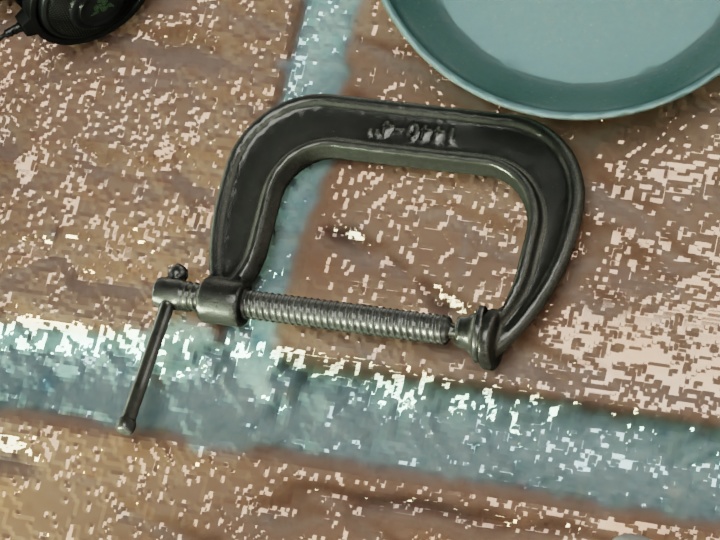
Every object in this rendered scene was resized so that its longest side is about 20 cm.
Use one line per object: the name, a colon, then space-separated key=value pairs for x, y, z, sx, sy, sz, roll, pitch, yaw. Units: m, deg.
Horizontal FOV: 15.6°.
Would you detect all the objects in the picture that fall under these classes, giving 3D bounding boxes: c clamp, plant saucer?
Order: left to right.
c clamp: x=0.000 y=0.000 z=1.179 sx=0.199 sy=0.027 sz=0.171 roll=2 pitch=67 yaw=19
plant saucer: x=0.101 y=-0.157 z=1.182 sx=0.199 sy=0.036 sz=0.201 roll=-1 pitch=74 yaw=5

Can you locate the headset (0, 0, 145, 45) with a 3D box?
headset: x=-0.163 y=-0.157 z=1.242 sx=0.123 sy=0.094 sz=0.200 roll=23 pitch=68 yaw=23

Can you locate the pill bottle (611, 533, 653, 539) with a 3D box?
pill bottle: x=0.093 y=0.212 z=1.026 sx=0.109 sy=0.110 sz=0.200 roll=31 pitch=82 yaw=24
